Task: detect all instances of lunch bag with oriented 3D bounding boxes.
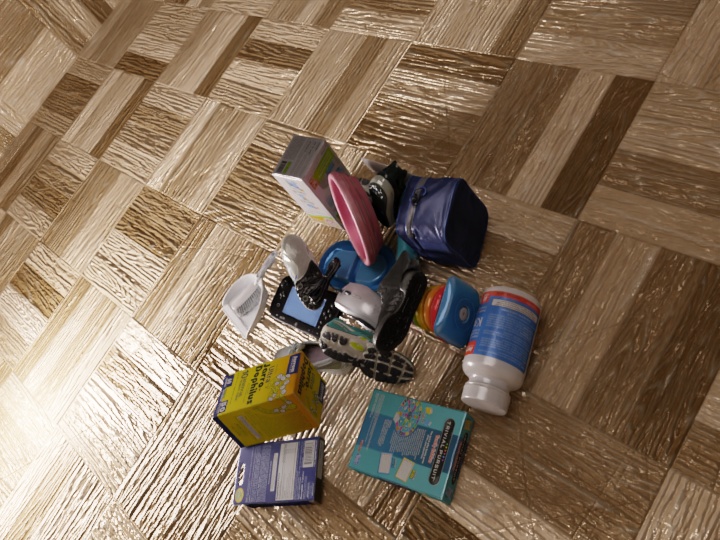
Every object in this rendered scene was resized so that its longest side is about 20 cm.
[{"bbox_3d":[0.151,-0.098,1.280,0.130,0.199,0.139,7,71,36],"label":"lunch bag"}]

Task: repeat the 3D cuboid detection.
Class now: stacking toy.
[{"bbox_3d":[0.126,0.073,1.271,0.197,0.109,0.119,6,72,47],"label":"stacking toy"}]

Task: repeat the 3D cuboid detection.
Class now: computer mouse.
[{"bbox_3d":[-0.013,0.054,1.322,0.198,0.044,0.110,28,67,29],"label":"computer mouse"}]

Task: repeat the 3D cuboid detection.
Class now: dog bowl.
[{"bbox_3d":[0.000,0.000,1.415,0.196,0.050,0.114,7,67,35],"label":"dog bowl"}]

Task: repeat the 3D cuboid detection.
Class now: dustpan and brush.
[{"bbox_3d":[-0.251,0.040,1.539,0.201,0.057,0.139,-48,49,-2],"label":"dustpan and brush"}]

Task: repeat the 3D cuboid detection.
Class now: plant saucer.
[{"bbox_3d":[-0.006,-0.112,1.331,0.050,0.203,0.202,-24,50,-6],"label":"plant saucer"}]

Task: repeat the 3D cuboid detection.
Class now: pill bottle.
[{"bbox_3d":[0.241,0.141,1.139,0.110,0.112,0.204,6,65,34],"label":"pill bottle"}]

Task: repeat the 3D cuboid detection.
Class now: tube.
[{"bbox_3d":[0.098,-0.073,1.347,0.049,0.077,0.206,-1,86,19],"label":"tube"}]

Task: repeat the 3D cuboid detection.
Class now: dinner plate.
[{"bbox_3d":[0.089,-0.199,1.391,0.198,0.198,0.025,27,100,39],"label":"dinner plate"}]

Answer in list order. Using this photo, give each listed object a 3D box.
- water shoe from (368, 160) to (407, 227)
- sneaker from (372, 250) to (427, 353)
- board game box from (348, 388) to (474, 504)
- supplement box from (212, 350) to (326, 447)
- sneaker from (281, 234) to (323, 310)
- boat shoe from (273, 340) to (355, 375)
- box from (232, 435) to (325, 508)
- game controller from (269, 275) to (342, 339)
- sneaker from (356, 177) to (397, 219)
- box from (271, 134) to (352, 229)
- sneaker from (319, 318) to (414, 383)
[{"bbox_3d":[0.061,-0.147,1.291,0.071,0.200,0.079,44,80,8],"label":"water shoe"},{"bbox_3d":[0.066,0.058,1.247,0.203,0.060,0.104,-61,27,-8],"label":"sneaker"},{"bbox_3d":[0.090,0.313,1.174,0.196,0.047,0.154,8,67,35],"label":"board game box"},{"bbox_3d":[-0.182,0.263,1.317,0.196,0.110,0.110,-20,36,20],"label":"supplement box"},{"bbox_3d":[-0.122,0.008,1.438,0.070,0.073,0.202,-23,56,-3],"label":"sneaker"},{"bbox_3d":[-0.102,0.177,1.357,0.198,0.065,0.076,-1,52,30],"label":"boat shoe"},{"bbox_3d":[-0.162,0.401,1.288,0.196,0.032,0.124,-12,57,26],"label":"box"},{"bbox_3d":[-0.122,0.082,1.447,0.197,0.042,0.106,19,74,39],"label":"game controller"},{"bbox_3d":[0.052,-0.145,1.444,0.196,0.080,0.078,23,64,19],"label":"sneaker"},{"bbox_3d":[-0.094,-0.200,1.493,0.100,0.200,0.114,16,69,36],"label":"box"},{"bbox_3d":[0.018,0.149,1.263,0.197,0.079,0.080,27,33,5],"label":"sneaker"}]
